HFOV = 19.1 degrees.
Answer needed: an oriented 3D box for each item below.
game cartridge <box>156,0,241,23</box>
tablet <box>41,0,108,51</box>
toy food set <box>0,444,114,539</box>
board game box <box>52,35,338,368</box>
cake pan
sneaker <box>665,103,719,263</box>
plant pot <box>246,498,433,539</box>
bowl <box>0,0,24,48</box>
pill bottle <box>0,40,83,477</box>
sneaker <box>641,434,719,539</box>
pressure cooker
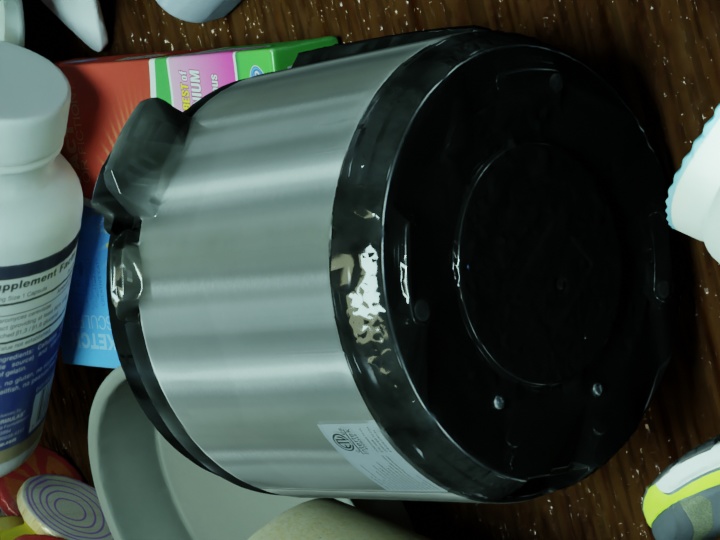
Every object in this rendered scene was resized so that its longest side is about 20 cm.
[{"bbox_3d":[-0.088,-0.221,0.964,0.133,0.040,0.201,-38,73,51],"label":"game cartridge"},{"bbox_3d":[-0.172,-0.203,1.012,0.130,0.014,0.200,46,160,29],"label":"tablet"},{"bbox_3d":[-0.185,0.144,1.069,0.200,0.198,0.049,37,113,21],"label":"toy food set"},{"bbox_3d":[-0.080,-0.027,1.008,0.200,0.040,0.154,1,102,48],"label":"board game box"},{"bbox_3d":[-0.045,0.120,0.983,0.200,0.037,0.201,28,135,32],"label":"cake pan"},{"bbox_3d":[0.175,-0.069,0.694,0.081,0.076,0.200,41,136,22],"label":"sneaker"},{"bbox_3d":[0.027,0.186,0.826,0.200,0.187,0.188,42,130,24],"label":"plant pot"},{"bbox_3d":[-0.254,-0.145,1.077,0.200,0.090,0.202,4,118,7],"label":"bowl"},{"bbox_3d":[-0.194,-0.005,1.026,0.111,0.111,0.201,38,127,35],"label":"pill bottle"},{"bbox_3d":[0.177,0.079,0.733,0.200,0.074,0.081,-24,87,50],"label":"sneaker"},{"bbox_3d":[-0.002,0.002,0.826,0.200,0.178,0.177,-6,100,48],"label":"pressure cooker"}]
